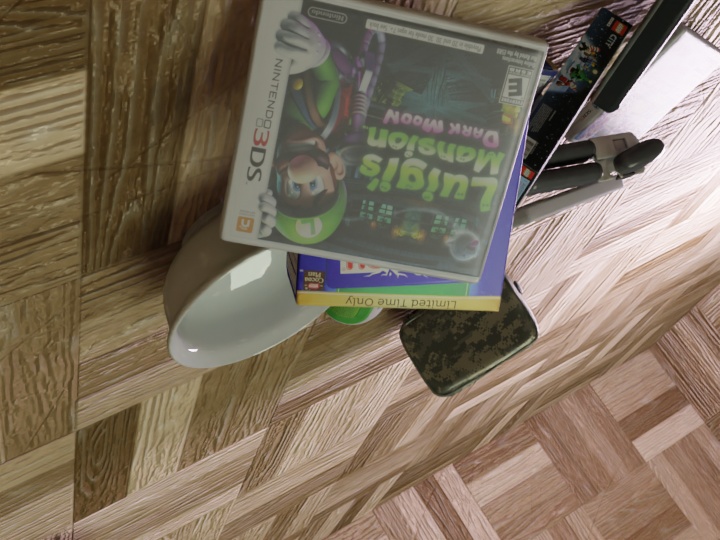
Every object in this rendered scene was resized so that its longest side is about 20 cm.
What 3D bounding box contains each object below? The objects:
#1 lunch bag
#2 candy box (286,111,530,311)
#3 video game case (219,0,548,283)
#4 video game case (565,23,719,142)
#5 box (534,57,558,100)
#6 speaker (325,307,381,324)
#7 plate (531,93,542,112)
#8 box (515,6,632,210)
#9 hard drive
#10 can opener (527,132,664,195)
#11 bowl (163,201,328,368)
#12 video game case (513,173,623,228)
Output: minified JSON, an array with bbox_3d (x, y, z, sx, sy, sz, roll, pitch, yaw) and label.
[{"bbox_3d":[0.162,0.086,1.411,0.199,0.140,0.168,-35,177,9],"label":"lunch bag"},{"bbox_3d":[0.033,-0.074,0.714,0.167,0.077,0.202,1,115,-9],"label":"candy box"},{"bbox_3d":[0.013,-0.091,0.649,0.197,0.023,0.184,9,112,-11],"label":"video game case"},{"bbox_3d":[0.360,-0.224,1.169,0.182,0.022,0.199,-45,158,27],"label":"video game case"},{"bbox_3d":[0.084,-0.148,0.826,0.199,0.033,0.121,-9,145,-50],"label":"box"},{"bbox_3d":[0.000,0.000,1.003,0.088,0.089,0.200,-28,169,-15],"label":"speaker"},{"bbox_3d":[0.074,-0.134,0.932,0.200,0.032,0.199,-43,158,21],"label":"plate"},{"bbox_3d":[0.190,-0.148,0.930,0.201,0.037,0.137,-55,173,-21],"label":"box"},{"bbox_3d":[0.312,-0.265,0.929,0.140,0.033,0.201,-49,171,-42],"label":"hard drive"},{"bbox_3d":[0.268,-0.131,1.080,0.198,0.054,0.067,-12,171,-30],"label":"can opener"},{"bbox_3d":[-0.104,-0.005,0.855,0.200,0.091,0.202,-29,158,-13],"label":"bowl"},{"bbox_3d":[0.207,-0.071,1.180,0.199,0.022,0.181,-19,-179,-39],"label":"video game case"}]
